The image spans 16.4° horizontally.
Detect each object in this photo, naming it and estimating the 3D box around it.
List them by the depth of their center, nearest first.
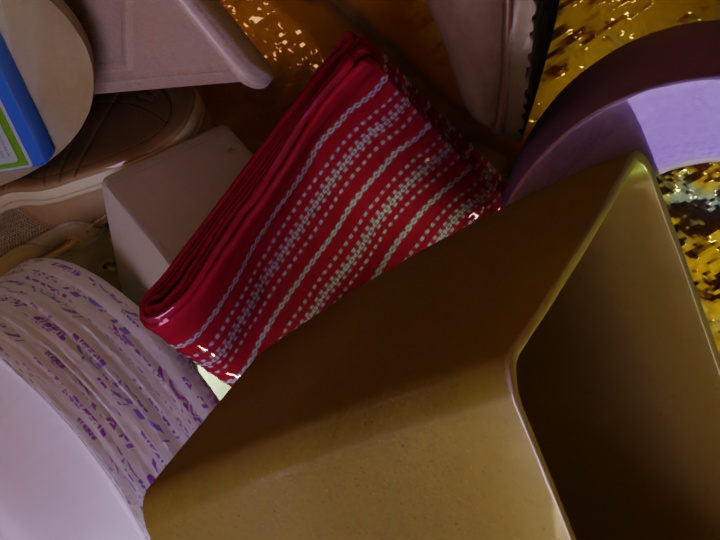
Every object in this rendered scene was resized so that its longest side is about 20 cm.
[{"bbox_3d":[0.038,0.099,0.942,0.175,0.200,0.201,-15,108,26],"label":"plant pot"},{"bbox_3d":[-0.018,-0.144,1.011,0.198,0.066,0.176,11,131,12],"label":"boot"},{"bbox_3d":[-0.136,-0.146,1.015,0.199,0.037,0.185,7,142,54],"label":"wooden puzzle"},{"bbox_3d":[0.151,0.005,1.026,0.198,0.085,0.202,4,111,9],"label":"tape roll"},{"bbox_3d":[-0.209,-0.086,1.036,0.198,0.039,0.200,-4,149,-2],"label":"shape sorting clock"},{"bbox_3d":[0.000,0.000,1.047,0.022,0.145,0.200,37,178,35],"label":"towel"},{"bbox_3d":[-0.130,0.104,1.097,0.200,0.104,0.201,40,150,28],"label":"paper bowl"},{"bbox_3d":[-0.055,0.040,1.108,0.070,0.076,0.201,-25,136,-20],"label":"toy refrigerator"},{"bbox_3d":[-0.110,-0.002,1.163,0.199,0.073,0.156,-22,122,35],"label":"boot"}]
